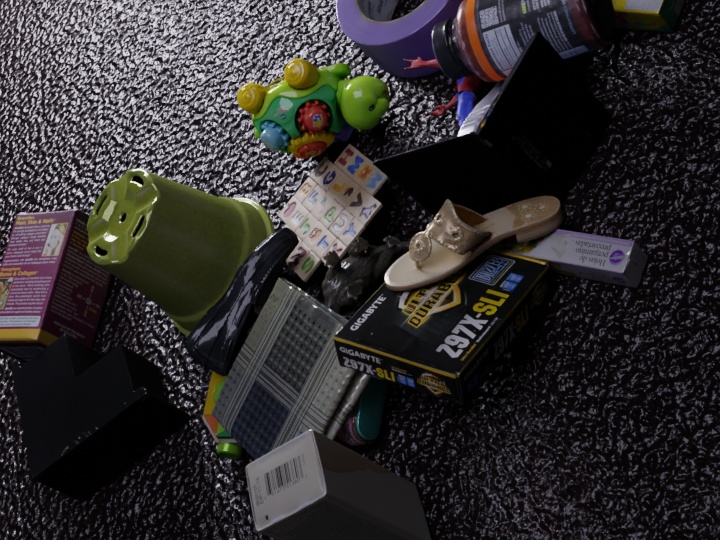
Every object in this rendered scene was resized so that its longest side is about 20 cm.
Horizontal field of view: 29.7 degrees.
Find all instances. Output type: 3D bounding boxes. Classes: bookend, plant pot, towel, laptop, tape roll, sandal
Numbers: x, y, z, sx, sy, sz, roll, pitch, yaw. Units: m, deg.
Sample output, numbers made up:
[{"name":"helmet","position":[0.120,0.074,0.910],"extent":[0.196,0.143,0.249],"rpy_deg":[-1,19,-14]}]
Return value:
[{"name":"bookend","position":[-0.347,0.160,1.790],"extent":[0.198,0.092,0.200],"rpy_deg":[-37,48,14]},{"name":"plant pot","position":[-0.243,-0.035,1.739],"extent":[0.200,0.184,0.201],"rpy_deg":[-21,56,35]},{"name":"towel","position":[-0.078,0.130,1.575],"extent":[0.192,0.034,0.201],"rpy_deg":[36,102,46]},{"name":"laptop","position":[0.151,-0.146,1.510],"extent":[0.116,0.187,0.201],"rpy_deg":[27,85,42]},{"name":"tape roll","position":[0.072,-0.357,1.758],"extent":[0.199,0.085,0.201],"rpy_deg":[-17,58,29]},{"name":"sandal","position":[0.115,-0.053,1.482],"extent":[0.211,0.070,0.078],"rpy_deg":[-21,32,-1]},{"name":"sandal","position":[0.188,-0.193,1.594],"extent":[0.079,0.059,0.207],"rpy_deg":[-4,40,43]}]

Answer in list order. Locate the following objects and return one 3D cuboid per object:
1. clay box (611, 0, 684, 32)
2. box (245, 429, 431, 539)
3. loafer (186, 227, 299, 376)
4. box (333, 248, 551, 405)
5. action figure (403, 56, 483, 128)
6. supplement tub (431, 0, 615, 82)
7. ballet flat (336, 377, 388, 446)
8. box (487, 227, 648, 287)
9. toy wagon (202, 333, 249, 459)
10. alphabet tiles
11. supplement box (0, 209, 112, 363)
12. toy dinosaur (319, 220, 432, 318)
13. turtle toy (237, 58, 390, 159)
[{"name":"clay box","position":[0.294,-0.349,1.608],"extent":[0.199,0.048,0.115],"rpy_deg":[15,78,42]},{"name":"box","position":[-0.020,0.247,1.418],"extent":[0.095,0.200,0.078],"rpy_deg":[-30,51,20]},{"name":"loafer","position":[-0.133,0.039,1.673],"extent":[0.070,0.068,0.201],"rpy_deg":[35,83,9]},{"name":"box","position":[0.092,0.048,1.470],"extent":[0.159,0.050,0.200],"rpy_deg":[17,45,32]},{"name":"action figure","position":[0.106,-0.194,1.651],"extent":[0.098,0.065,0.201],"rpy_deg":[-6,62,20]},{"name":"supplement tub","position":[0.184,-0.281,1.562],"extent":[0.199,0.107,0.107],"rpy_deg":[-14,59,30]},{"name":"ballet flat","position":[0.008,0.104,1.571],"extent":[0.071,0.069,0.201],"rpy_deg":[2,71,45]},{"name":"box","position":[0.217,-0.021,1.493],"extent":[0.199,0.041,0.039],"rpy_deg":[12,73,40]},{"name":"toy wagon","position":[-0.103,0.148,1.645],"extent":[0.199,0.040,0.156],"rpy_deg":[-7,63,35]},{"name":"alphabet tiles","position":[-0.041,-0.075,1.704],"extent":[0.167,0.006,0.200],"rpy_deg":[-52,30,3]},{"name":"supplement box","position":[-0.439,0.025,1.925],"extent":[0.130,0.103,0.201],"rpy_deg":[-2,66,37]},{"name":"toy dinosaur","position":[0.000,0.000,1.616],"extent":[0.077,0.102,0.200],"rpy_deg":[39,73,5]},{"name":"turtle toy","position":[-0.054,-0.206,1.747],"extent":[0.199,0.146,0.102],"rpy_deg":[-22,75,26]}]
